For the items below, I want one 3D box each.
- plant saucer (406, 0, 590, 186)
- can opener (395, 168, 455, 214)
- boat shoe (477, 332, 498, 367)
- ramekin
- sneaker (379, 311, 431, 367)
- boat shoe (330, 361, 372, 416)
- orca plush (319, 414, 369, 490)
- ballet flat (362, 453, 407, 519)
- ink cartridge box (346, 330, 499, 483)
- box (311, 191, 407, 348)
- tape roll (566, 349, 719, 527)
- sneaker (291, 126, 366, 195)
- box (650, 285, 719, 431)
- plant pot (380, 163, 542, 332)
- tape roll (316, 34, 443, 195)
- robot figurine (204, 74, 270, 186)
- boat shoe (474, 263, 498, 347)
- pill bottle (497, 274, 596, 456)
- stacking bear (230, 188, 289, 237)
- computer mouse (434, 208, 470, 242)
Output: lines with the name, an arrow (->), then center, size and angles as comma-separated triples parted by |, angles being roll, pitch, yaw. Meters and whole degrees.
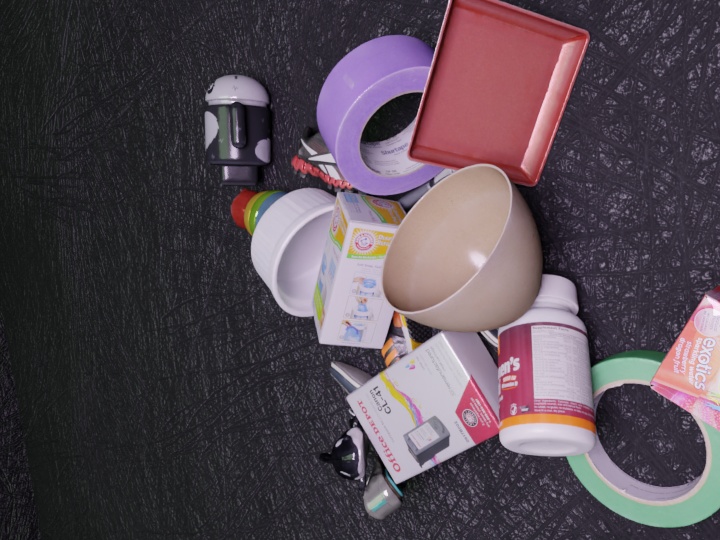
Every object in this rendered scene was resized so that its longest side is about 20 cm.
plant saucer -> 0.166, -0.221, 0.744 | 0.037, 0.198, 0.201 | -126, 48, -60
can opener -> 0.099, -0.110, 0.885 | 0.199, 0.066, 0.053 | -31, 72, 45
boat shoe -> 0.210, 0.162, 0.824 | 0.201, 0.056, 0.069 | 53, 126, 23
ramekin -> -0.080, -0.035, 0.967 | 0.098, 0.199, 0.202 | 40, 120, 39
sneaker -> 0.065, 0.134, 0.947 | 0.090, 0.070, 0.202 | -6, 87, 47
boat shoe -> 0.020, 0.222, 0.993 | 0.199, 0.075, 0.062 | 31, 104, 25
orca plush -> -0.027, 0.263, 0.891 | 0.070, 0.200, 0.106 | -3, 96, 4
ballet flat -> 0.033, 0.328, 0.914 | 0.064, 0.200, 0.067 | -42, 82, 1
ink cartridge box -> 0.098, 0.183, 0.820 | 0.200, 0.085, 0.148 | -40, 76, 32
box -> 0.000, 0.000, 0.884 | 0.113, 0.100, 0.202 | -110, 32, -58
tape roll -> 0.345, 0.200, 0.717 | 0.199, 0.048, 0.203 | 8, 101, 41
sneaker -> -0.036, -0.187, 0.985 | 0.200, 0.070, 0.099 | 28, 116, 37
box -> 0.372, 0.076, 0.574 | 0.094, 0.199, 0.103 | 37, 118, 32
plant pot -> 0.140, -0.006, 0.714 | 0.200, 0.134, 0.201 | -38, 32, 30
tape roll -> 0.046, -0.208, 0.815 | 0.201, 0.199, 0.085 | -55, 45, 32
robot figurine -> -0.231, -0.261, 1.112 | 0.149, 0.124, 0.202 | 9, 102, 37
boat shoe -> 0.178, 0.009, 0.823 | 0.062, 0.074, 0.202 | -28, 72, 46
pill bottle -> 0.224, 0.115, 0.726 | 0.109, 0.109, 0.202 | -21, 52, 41
stacking bear -> -0.163, -0.098, 1.091 | 0.199, 0.113, 0.123 | 20, 109, 43
computer mouse -> 0.090, -0.043, 0.855 | 0.200, 0.043, 0.110 | 125, 155, -43
